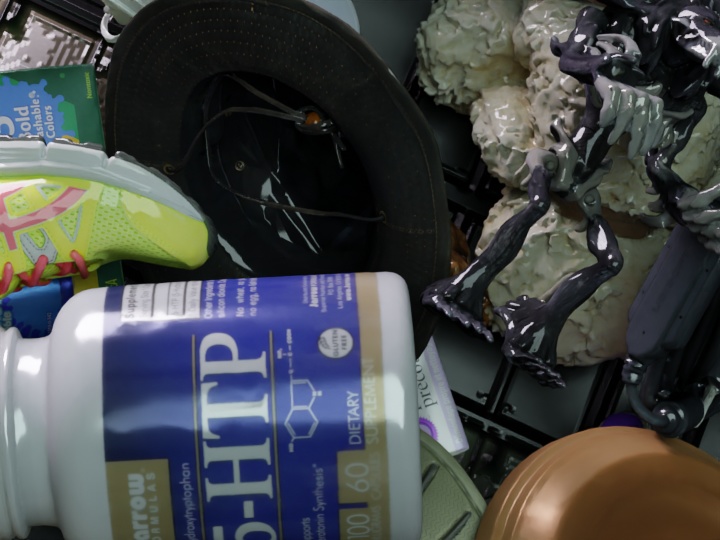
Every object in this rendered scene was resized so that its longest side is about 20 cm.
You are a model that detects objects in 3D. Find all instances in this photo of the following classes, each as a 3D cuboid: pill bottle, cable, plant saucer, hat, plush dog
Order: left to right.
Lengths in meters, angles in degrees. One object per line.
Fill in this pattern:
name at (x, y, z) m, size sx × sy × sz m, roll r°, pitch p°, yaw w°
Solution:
pill bottle at (-0.076, 0.065, 1.061) m, size 0.198 × 0.120 × 0.121 m, roll -4°, pitch 79°, yaw -1°
hat at (-0.025, -0.050, 1.143) m, size 0.201 × 0.201 × 0.081 m, roll 45°, pitch 41°, yaw 0°
plush dog at (0.118, -0.037, 1.201) m, size 0.199 × 0.160 × 0.173 m, roll 12°, pitch 100°, yaw -10°
plant saucer at (0.140, 0.161, 1.114) m, size 0.199 × 0.037 × 0.201 m, roll 15°, pitch 60°, yaw -27°
cable at (0.193, -0.010, 1.163) m, size 0.051 × 0.163 × 0.201 m, roll 30°, pitch 97°, yaw 27°

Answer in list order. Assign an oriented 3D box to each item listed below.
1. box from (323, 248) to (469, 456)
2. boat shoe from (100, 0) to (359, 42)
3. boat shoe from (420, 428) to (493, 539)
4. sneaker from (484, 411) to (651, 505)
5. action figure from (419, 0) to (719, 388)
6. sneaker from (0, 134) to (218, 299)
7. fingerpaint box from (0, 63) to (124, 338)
box at (0.000, 0.000, 1.210) m, size 0.038 × 0.041 × 0.201 m, roll -16°, pitch 82°, yaw -14°
boat shoe at (-0.099, -0.142, 1.199) m, size 0.201 × 0.086 × 0.075 m, roll 29°, pitch 56°, yaw -12°
boat shoe at (-0.014, 0.097, 1.150) m, size 0.200 × 0.069 × 0.075 m, roll 37°, pitch 71°, yaw 15°
sneaker at (0.061, 0.134, 1.182) m, size 0.099 × 0.070 × 0.201 m, roll 31°, pitch 68°, yaw 11°
action figure at (0.114, -0.047, 1.060) m, size 0.119 × 0.102 × 0.201 m, roll 34°, pitch 88°, yaw -35°
sneaker at (-0.162, -0.012, 1.088) m, size 0.198 × 0.078 × 0.091 m, roll 8°, pitch 77°, yaw 0°
fingerpaint box at (-0.193, 0.015, 1.149) m, size 0.166 × 0.073 × 0.202 m, roll -6°, pitch 80°, yaw -13°
